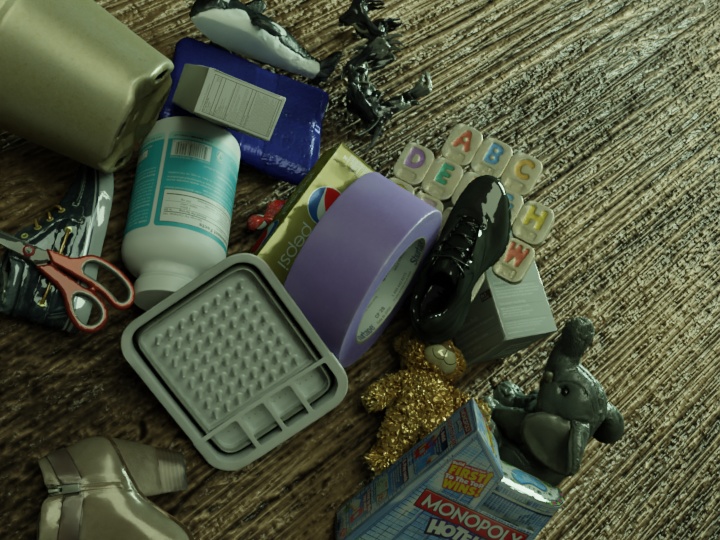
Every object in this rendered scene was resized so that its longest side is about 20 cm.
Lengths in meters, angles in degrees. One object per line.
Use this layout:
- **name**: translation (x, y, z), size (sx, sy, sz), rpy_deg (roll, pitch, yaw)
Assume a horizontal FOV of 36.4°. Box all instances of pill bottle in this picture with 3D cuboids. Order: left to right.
- **pill bottle**: translation (-0.194, -0.055, 1.172), size (0.110, 0.111, 0.201), rpy_deg (16, 63, -21)

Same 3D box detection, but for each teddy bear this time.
- **teddy bear**: translation (0.072, 0.154, 1.232), size (0.145, 0.067, 0.200), rpy_deg (28, 59, 13)

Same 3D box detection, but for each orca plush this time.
- **orca plush**: translation (-0.112, -0.297, 1.320), size (0.199, 0.105, 0.071), rpy_deg (14, 73, -23)

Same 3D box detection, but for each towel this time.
- **towel**: translation (-0.139, -0.184, 1.300), size (0.199, 0.050, 0.148), rpy_deg (21, 54, -18)

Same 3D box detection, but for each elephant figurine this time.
- **elephant figurine**: translation (0.227, 0.168, 1.236), size (0.155, 0.200, 0.142), rpy_deg (31, 55, -19)

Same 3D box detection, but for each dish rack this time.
- **dish rack**: translation (-0.127, 0.090, 1.120), size (0.171, 0.044, 0.200), rpy_deg (-33, 112, 3)

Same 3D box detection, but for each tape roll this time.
- **tape roll**: translation (0.000, 0.000, 1.186), size (0.085, 0.200, 0.200), rpy_deg (32, 55, 14)

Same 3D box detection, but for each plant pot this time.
- **plant pot**: translation (-0.299, -0.199, 1.107), size (0.183, 0.201, 0.201), rpy_deg (30, 57, 0)

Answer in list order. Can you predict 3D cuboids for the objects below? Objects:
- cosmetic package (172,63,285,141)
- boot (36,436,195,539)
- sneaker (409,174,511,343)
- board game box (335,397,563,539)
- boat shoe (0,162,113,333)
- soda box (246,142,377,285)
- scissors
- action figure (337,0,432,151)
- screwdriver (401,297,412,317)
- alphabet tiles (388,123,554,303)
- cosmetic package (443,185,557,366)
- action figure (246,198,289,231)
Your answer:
- **cosmetic package**: translation (-0.143, -0.178, 1.147), size (0.082, 0.200, 0.051), rpy_deg (21, 95, -18)
- **boot**: translation (-0.234, 0.257, 1.048), size (0.146, 0.070, 0.201), rpy_deg (-3, 69, -22)
- **sneaker**: translation (0.111, -0.015, 1.218), size (0.076, 0.091, 0.201), rpy_deg (20, 85, 17)
- **board game box**: translation (0.108, 0.243, 1.149), size (0.200, 0.200, 0.062), rpy_deg (27, 24, -14)
- **boat shoe**: translation (-0.313, -0.040, 1.125), size (0.091, 0.071, 0.201), rpy_deg (15, 64, -26)
- **soda box**: translation (-0.064, -0.044, 1.222), size (0.064, 0.068, 0.200), rpy_deg (40, 75, -14)
- **scissors**: translation (-0.313, -0.018, 1.079), size (0.200, 0.014, 0.073), rpy_deg (42, 67, -12)
- **action figure**: translation (0.027, -0.250, 1.373), size (0.119, 0.102, 0.201), rpy_deg (45, 35, -55)
- **screwdriver**: translation (0.025, 0.017, 1.307), size (0.200, 0.028, 0.029), rpy_deg (35, 86, -8)
- **alphabet tiles**: translation (0.120, -0.068, 1.282), size (0.200, 0.015, 0.196), rpy_deg (28, 82, 15)
- **cosmetic package**: translation (0.152, 0.002, 1.332), size (0.090, 0.107, 0.201), rpy_deg (-9, 71, -30)
- **action figure**: translation (-0.043, -0.065, 1.296), size (0.199, 0.052, 0.066), rpy_deg (-9, 77, -28)
